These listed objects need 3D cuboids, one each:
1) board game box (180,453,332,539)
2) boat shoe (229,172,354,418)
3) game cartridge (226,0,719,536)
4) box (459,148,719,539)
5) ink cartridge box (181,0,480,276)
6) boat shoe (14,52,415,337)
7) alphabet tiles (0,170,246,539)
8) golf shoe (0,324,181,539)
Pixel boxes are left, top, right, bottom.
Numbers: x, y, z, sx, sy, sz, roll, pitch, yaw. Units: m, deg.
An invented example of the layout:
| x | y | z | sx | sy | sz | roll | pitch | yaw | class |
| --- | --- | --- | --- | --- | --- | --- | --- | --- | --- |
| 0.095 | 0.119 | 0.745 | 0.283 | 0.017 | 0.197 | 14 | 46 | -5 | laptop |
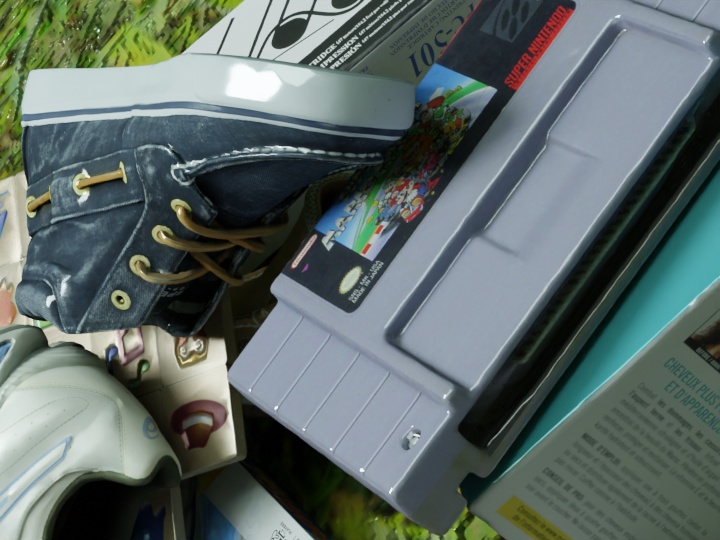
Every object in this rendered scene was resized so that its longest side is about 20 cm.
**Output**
| x | y | z | sx | sy | sz | roll | pitch | yaw | class |
| --- | --- | --- | --- | --- | --- | --- | --- | --- | --- |
| -0.074 | 0.128 | 1.042 | 0.136 | 0.034 | 0.200 | -52 | 34 | 0 | board game box |
| 0.000 | 0.000 | 1.020 | 0.199 | 0.076 | 0.072 | -10 | 27 | 37 | boat shoe |
| 0.046 | -0.024 | 0.906 | 0.200 | 0.038 | 0.129 | -54 | 35 | -4 | game cartridge |
| 0.121 | 0.012 | 0.879 | 0.200 | 0.082 | 0.049 | -43 | 35 | 13 | box |
| -0.042 | -0.054 | 1.128 | 0.200 | 0.044 | 0.094 | -40 | 35 | -2 | ink cartridge box |
| -0.050 | -0.022 | 0.968 | 0.200 | 0.070 | 0.092 | 1 | 86 | 56 | boat shoe |
| -0.119 | 0.044 | 1.073 | 0.199 | 0.008 | 0.168 | -20 | 69 | 38 | alphabet tiles |
| -0.132 | 0.123 | 1.018 | 0.097 | 0.078 | 0.201 | 32 | 103 | 32 | golf shoe |
